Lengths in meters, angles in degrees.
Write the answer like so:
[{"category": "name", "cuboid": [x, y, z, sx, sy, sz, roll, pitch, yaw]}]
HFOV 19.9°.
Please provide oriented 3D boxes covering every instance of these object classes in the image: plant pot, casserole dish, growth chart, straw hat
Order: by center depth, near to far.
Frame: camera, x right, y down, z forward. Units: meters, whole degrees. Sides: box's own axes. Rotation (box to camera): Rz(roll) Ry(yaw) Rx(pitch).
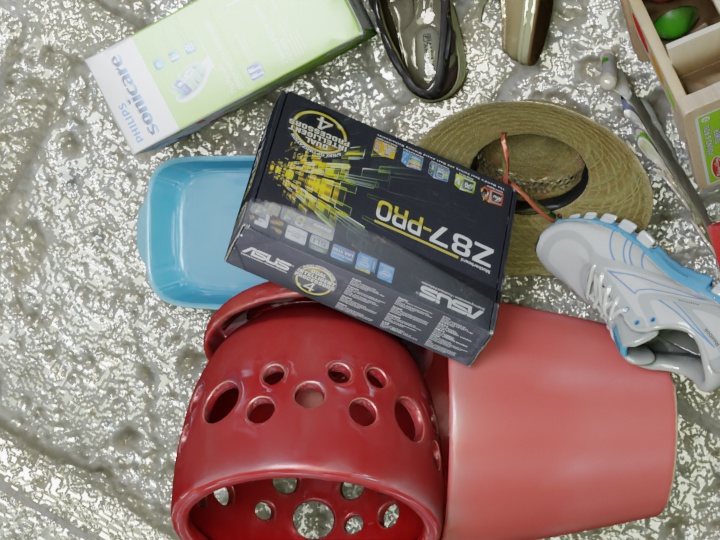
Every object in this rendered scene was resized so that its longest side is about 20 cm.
[{"category": "plant pot", "cuboid": [-0.038, 0.115, 1.530, 0.200, 0.201, 0.183, -3, 59, 5]}, {"category": "growth chart", "cuboid": [0.236, -0.079, 1.575, 0.018, 0.145, 0.200, -30, 94, 14]}, {"category": "plant pot", "cuboid": [0.144, 0.118, 1.584, 0.177, 0.200, 0.201, 1, 95, -4]}, {"category": "straw hat", "cuboid": [0.134, -0.089, 1.603, 0.201, 0.085, 0.201, 9, 137, 9]}, {"category": "casserole dish", "cuboid": [-0.096, -0.030, 1.619, 0.200, 0.039, 0.121, 1, 92, 40]}]

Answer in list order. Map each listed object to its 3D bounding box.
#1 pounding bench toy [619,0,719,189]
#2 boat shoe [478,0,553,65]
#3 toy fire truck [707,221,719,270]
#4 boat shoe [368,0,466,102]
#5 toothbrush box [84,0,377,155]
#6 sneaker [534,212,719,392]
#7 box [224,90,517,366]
[{"category": "pounding bench toy", "cuboid": [0.286, -0.159, 1.578, 0.124, 0.200, 0.156, -23, 61, 4]}, {"category": "boat shoe", "cuboid": [0.118, -0.259, 1.607, 0.063, 0.073, 0.201, 0, 84, 12]}, {"category": "toy fire truck", "cuboid": [0.345, -0.042, 1.533, 0.200, 0.141, 0.049, -19, 94, -8]}, {"category": "boat shoe", "cuboid": [0.039, -0.231, 1.614, 0.073, 0.065, 0.200, -18, 93, 8]}, {"category": "toothbrush box", "cuboid": [-0.096, -0.174, 1.592, 0.200, 0.146, 0.086, -26, 93, 6]}, {"category": "sneaker", "cuboid": [0.205, 0.026, 1.533, 0.200, 0.087, 0.075, 29, 138, 29]}, {"category": "box", "cuboid": [0.011, -0.033, 1.512, 0.200, 0.161, 0.049, 24, 135, -9]}]
